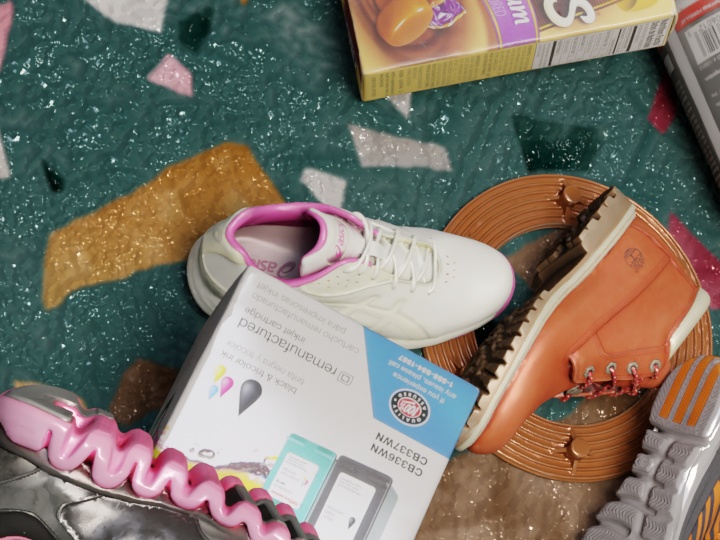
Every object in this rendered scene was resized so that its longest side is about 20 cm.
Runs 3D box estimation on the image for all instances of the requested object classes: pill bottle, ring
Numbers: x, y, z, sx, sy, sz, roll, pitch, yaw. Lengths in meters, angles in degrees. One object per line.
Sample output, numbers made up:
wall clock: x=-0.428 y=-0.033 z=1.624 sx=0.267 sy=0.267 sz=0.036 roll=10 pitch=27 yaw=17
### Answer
pill bottle: x=0.277 y=-0.095 z=1.215 sx=0.115 sy=0.116 sz=0.201 roll=-18 pitch=79 yaw=-21
ring: x=0.133 y=0.033 z=1.183 sx=0.199 sy=0.019 sz=0.201 roll=5 pitch=71 yaw=-15

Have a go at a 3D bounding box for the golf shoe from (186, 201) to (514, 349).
golf shoe: x=0.000 y=0.000 z=1.107 sx=0.199 sy=0.092 sz=0.076 roll=2 pitch=70 yaw=-12

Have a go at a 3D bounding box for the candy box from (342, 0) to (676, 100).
candy box: x=0.087 y=-0.187 z=1.181 sx=0.199 sy=0.056 sz=0.117 roll=-11 pitch=76 yaw=-3

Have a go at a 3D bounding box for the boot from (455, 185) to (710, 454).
boot: x=0.134 y=0.052 z=1.130 sx=0.107 sy=0.075 sz=0.200 roll=44 pitch=65 yaw=-5

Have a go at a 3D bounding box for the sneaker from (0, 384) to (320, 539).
sneaker: x=-0.099 y=0.135 z=0.903 sx=0.199 sy=0.079 sz=0.096 roll=27 pitch=90 yaw=-3

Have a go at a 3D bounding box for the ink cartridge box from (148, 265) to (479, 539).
ink cartridge box: x=-0.055 y=0.133 z=1.023 sx=0.146 sy=0.146 sz=0.201 roll=28 pitch=68 yaw=-6

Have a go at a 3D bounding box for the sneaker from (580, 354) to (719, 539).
sneaker: x=0.206 y=0.160 z=1.133 sx=0.112 sy=0.078 sz=0.201 roll=31 pitch=87 yaw=-31
